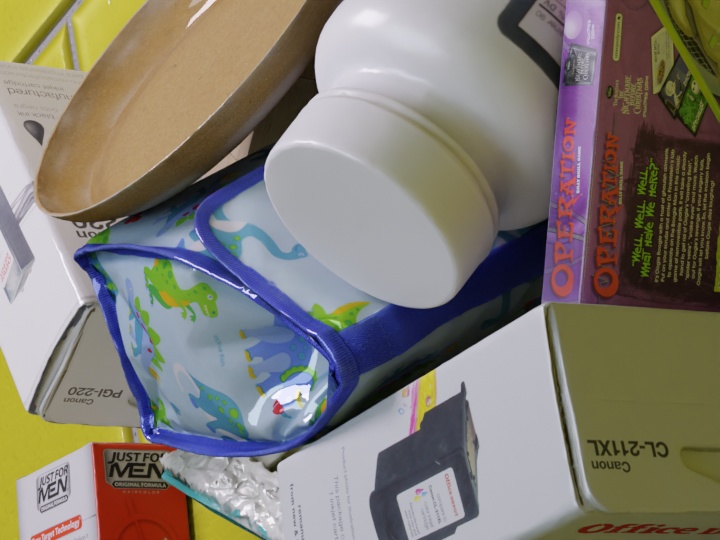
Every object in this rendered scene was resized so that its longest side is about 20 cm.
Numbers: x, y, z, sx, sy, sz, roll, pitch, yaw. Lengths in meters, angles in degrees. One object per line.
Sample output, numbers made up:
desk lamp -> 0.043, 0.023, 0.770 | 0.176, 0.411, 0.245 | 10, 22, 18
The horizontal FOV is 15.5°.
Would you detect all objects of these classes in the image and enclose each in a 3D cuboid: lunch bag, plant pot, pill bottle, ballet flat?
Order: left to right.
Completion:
plant pot -> -0.068, -0.094, 1.181 | 0.200, 0.027, 0.200 | -39, 25, 22
ballet flat -> -0.026, 0.116, 1.307 | 0.200, 0.072, 0.072 | 28, 110, 54
lunch bag -> 0.000, 0.000, 1.143 | 0.200, 0.170, 0.128 | 6, 121, 56
pill bottle -> 0.052, -0.087, 1.051 | 0.200, 0.120, 0.120 | -52, 20, -27

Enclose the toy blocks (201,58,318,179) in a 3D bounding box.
toy blocks -> -0.041, -0.115, 1.335 | 0.137, 0.100, 0.200 | -131, 53, -63

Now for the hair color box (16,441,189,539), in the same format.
hair color box -> -0.137, 0.203, 1.461 | 0.101, 0.061, 0.200 | -27, 65, 53

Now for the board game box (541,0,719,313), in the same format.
board game box -> 0.130, -0.082, 1.013 | 0.032, 0.120, 0.200 | 6, 91, 51

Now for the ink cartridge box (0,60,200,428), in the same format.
ink cartridge box -> -0.126, -0.014, 1.390 | 0.085, 0.145, 0.200 | -60, 40, 33

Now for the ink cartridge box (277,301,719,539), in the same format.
ink cartridge box -> 0.081, 0.085, 1.048 | 0.200, 0.146, 0.083 | -35, 58, 51
